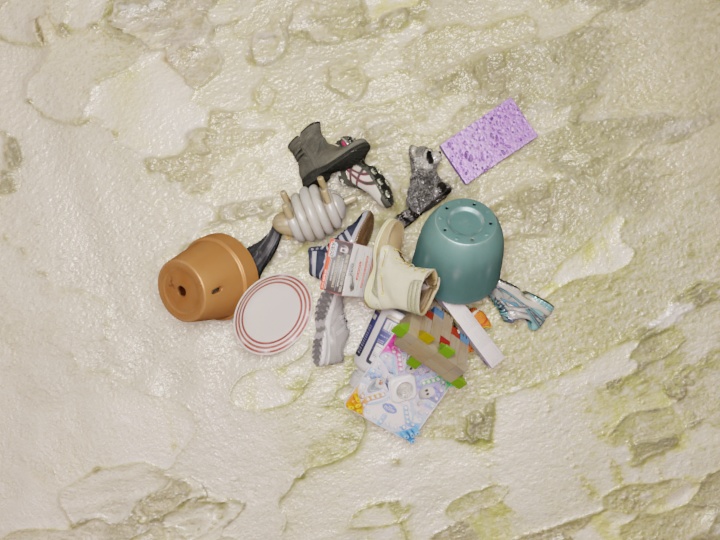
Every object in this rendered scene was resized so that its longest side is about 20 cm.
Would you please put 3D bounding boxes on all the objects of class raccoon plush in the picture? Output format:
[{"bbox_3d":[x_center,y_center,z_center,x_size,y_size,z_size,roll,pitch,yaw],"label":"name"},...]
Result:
[{"bbox_3d":[0.112,-0.194,1.203,0.200,0.097,0.134,-37,82,3],"label":"raccoon plush"}]

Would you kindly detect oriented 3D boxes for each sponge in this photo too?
[{"bbox_3d":[0.296,-0.299,1.220,0.200,0.030,0.112,-34,90,3],"label":"sponge"}]

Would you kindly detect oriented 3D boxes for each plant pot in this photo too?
[{"bbox_3d":[-0.345,0.029,1.160,0.199,0.140,0.201,8,108,26],"label":"plant pot"},{"bbox_3d":[0.213,-0.054,1.120,0.200,0.161,0.201,-1,56,1],"label":"plant pot"}]

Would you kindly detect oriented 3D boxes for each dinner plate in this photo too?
[{"bbox_3d":[-0.199,0.098,1.201,0.200,0.024,0.201,-15,116,-34],"label":"dinner plate"}]

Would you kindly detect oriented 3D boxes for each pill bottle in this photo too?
[{"bbox_3d":[0.052,0.182,1.201,0.111,0.111,0.201,25,93,1],"label":"pill bottle"}]

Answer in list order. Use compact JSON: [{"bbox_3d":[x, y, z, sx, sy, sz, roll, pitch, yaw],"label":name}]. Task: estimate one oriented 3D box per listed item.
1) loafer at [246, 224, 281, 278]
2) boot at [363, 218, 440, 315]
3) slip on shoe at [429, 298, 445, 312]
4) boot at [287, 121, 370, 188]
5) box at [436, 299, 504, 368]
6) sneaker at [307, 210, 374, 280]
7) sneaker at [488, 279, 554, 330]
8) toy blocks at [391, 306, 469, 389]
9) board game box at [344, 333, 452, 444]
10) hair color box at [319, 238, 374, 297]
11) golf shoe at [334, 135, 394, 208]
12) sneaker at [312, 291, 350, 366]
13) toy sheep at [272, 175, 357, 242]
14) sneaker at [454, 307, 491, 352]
[{"bbox_3d":[-0.247,-0.030,1.227,0.070,0.068,0.201,31,96,-7],"label":"loafer"},{"bbox_3d":[0.094,-0.010,1.085,0.154,0.072,0.201,5,77,45],"label":"boot"},{"bbox_3d":[0.172,0.059,1.218,0.076,0.061,0.201,8,92,2],"label":"slip on shoe"},{"bbox_3d":[-0.080,-0.278,1.175,0.200,0.068,0.131,-25,81,33],"label":"boot"},{"bbox_3d":[0.241,0.125,1.169,0.041,0.039,0.200,-38,88,-8],"label":"box"},{"bbox_3d":[-0.049,-0.061,1.219,0.108,0.070,0.201,18,74,24],"label":"sneaker"},{"bbox_3d":[0.339,0.075,1.206,0.199,0.078,0.087,26,96,1],"label":"sneaker"},{"bbox_3d":[0.157,0.138,1.119,0.200,0.137,0.100,36,127,-10],"label":"toy blocks"},{"bbox_3d":[0.097,0.264,1.160,0.200,0.026,0.200,34,93,-22],"label":"board game box"},{"bbox_3d":[0.000,0.000,1.153,0.064,0.200,0.111,14,92,29],"label":"hair color box"},{"bbox_3d":[0.001,-0.215,1.218,0.088,0.077,0.200,-39,80,20],"label":"golf shoe"},{"bbox_3d":[-0.061,0.125,1.236,0.082,0.075,0.201,11,87,-31],"label":"sneaker"},{"bbox_3d":[-0.102,-0.132,1.179,0.199,0.138,0.138,-17,91,4],"label":"toy sheep"},{"bbox_3d":[0.223,0.177,1.215,0.077,0.073,0.200,44,94,-3],"label":"sneaker"}]
